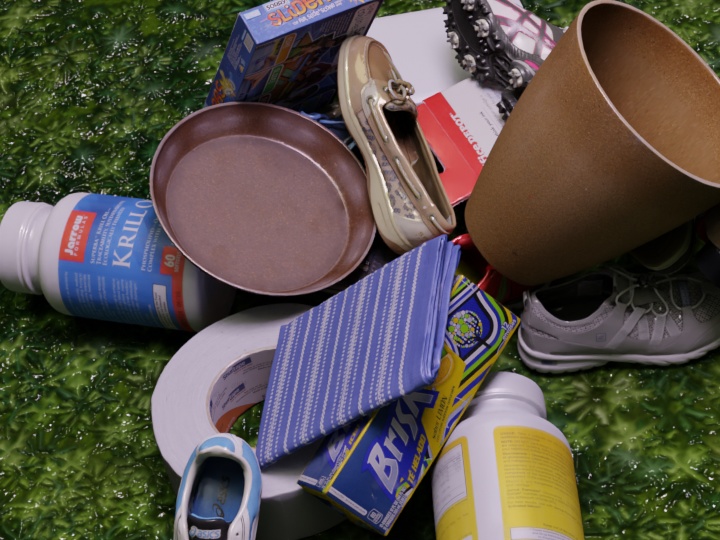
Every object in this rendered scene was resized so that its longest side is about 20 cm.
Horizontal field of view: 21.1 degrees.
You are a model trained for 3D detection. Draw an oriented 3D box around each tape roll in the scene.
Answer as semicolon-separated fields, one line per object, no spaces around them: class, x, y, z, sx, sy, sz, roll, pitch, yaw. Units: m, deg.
tape roll;-0.070;0.123;1.598;0.200;0.066;0.201;-6;47;7

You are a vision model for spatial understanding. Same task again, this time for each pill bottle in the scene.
pill bottle;-0.216;-0.010;1.715;0.199;0.112;0.112;6;51;17
pill bottle;0.111;0.180;1.478;0.112;0.112;0.200;-8;48;5

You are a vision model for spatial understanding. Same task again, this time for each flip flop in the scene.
flip flop;0.000;0.000;1.703;0.199;0.058;0.081;14;57;3

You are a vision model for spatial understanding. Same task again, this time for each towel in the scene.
towel;-0.003;0.065;1.506;0.200;0.024;0.145;-30;36;39

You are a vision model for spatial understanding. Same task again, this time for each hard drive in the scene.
hard drive;0.074;-0.202;1.860;0.199;0.025;0.132;-11;47;-10

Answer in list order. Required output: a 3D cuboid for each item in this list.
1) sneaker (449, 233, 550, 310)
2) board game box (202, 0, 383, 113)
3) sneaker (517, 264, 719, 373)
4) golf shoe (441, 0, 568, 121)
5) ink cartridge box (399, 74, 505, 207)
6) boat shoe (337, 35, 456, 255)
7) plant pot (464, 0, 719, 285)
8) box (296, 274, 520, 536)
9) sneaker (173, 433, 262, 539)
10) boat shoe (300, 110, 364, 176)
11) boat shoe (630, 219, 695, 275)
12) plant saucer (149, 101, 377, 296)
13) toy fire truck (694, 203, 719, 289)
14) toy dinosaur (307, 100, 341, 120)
sneaker;0.109;-0.004;1.639;0.200;0.085;0.077;-34;71;-33
board game box;-0.064;-0.186;1.725;0.135;0.200;0.035;-24;75;-25
sneaker;0.227;0.033;1.602;0.199;0.082;0.075;-13;48;0
golf shoe;0.142;-0.199;1.732;0.088;0.077;0.200;-18;61;-27
ink cartridge box;0.134;-0.120;1.755;0.200;0.067;0.116;-26;60;-12
boat shoe;0.035;-0.116;1.678;0.063;0.073;0.200;-23;78;35
plant pot;0.180;-0.083;1.553;0.200;0.186;0.187;-43;36;35
box;0.037;0.102;1.497;0.200;0.064;0.070;-58;18;-11
sneaker;-0.115;0.224;1.473;0.072;0.072;0.201;1;82;16
boat shoe;-0.048;-0.106;1.752;0.200;0.084;0.069;-41;78;-8
boat shoe;0.255;-0.063;1.646;0.072;0.066;0.201;-37;35;20
plant saucer;-0.085;-0.056;1.658;0.200;0.035;0.201;9;55;-13
toy fire truck;0.374;-0.044;1.596;0.176;0.129;0.200;34;26;-10
toy dinosaur;-0.056;-0.130;1.834;0.199;0.048;0.088;-9;41;0
